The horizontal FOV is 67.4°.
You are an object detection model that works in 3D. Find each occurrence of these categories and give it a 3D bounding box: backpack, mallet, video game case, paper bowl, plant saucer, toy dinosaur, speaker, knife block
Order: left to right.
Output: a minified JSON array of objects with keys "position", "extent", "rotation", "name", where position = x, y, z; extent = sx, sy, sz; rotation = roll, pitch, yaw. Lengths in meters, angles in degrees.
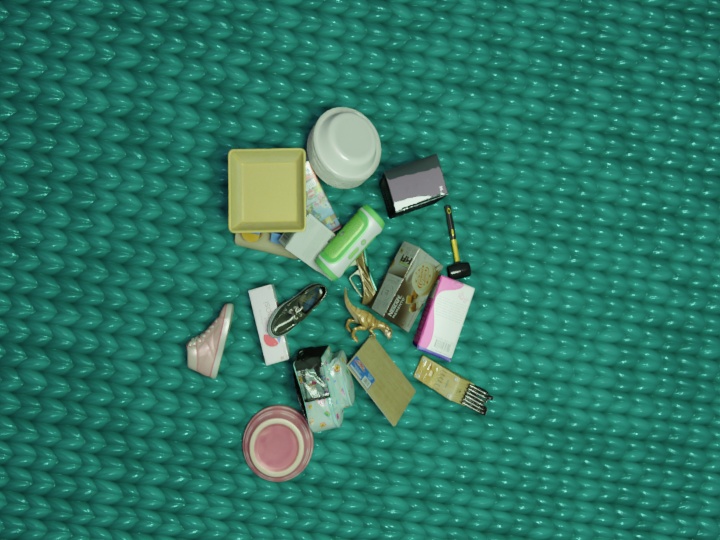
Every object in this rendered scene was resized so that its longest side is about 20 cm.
[{"position":[-0.229,-0.196,1.348],"extent":[0.192,0.048,0.208],"rotation":[-1,89,0],"name":"plant saucer"},{"position":[-0.224,0.473,1.462],"extent":[0.193,0.051,0.209],"rotation":[0,90,-2],"name":"plant saucer"},{"position":[-0.154,-0.169,1.449],"extent":[0.140,0.017,0.204],"rotation":[-29,112,-2],"name":"video game case"},{"position":[-0.091,0.310,1.408],"extent":[0.148,0.176,0.208],"rotation":[-6,94,1],"name":"backpack"},{"position":[-0.036,-0.328,1.417],"extent":[0.194,0.104,0.208],"rotation":[5,76,-22],"name":"paper bowl"},{"position":[-0.027,-0.073,1.404],"extent":[0.088,0.088,0.201],"rotation":[42,91,-2],"name":"speaker"},{"position":[-0.001,0.127,1.453],"extent":[0.198,0.061,0.107],"rotation":[36,104,-22],"name":"toy dinosaur"},{"position":[0.264,0.321,1.489],"extent":[0.197,0.174,0.065],"rotation":[26,87,43],"name":"knife block"},{"position":[0.269,-0.079,1.498],"extent":[0.063,0.041,0.208],"rotation":[-3,86,-1],"name":"mallet"}]

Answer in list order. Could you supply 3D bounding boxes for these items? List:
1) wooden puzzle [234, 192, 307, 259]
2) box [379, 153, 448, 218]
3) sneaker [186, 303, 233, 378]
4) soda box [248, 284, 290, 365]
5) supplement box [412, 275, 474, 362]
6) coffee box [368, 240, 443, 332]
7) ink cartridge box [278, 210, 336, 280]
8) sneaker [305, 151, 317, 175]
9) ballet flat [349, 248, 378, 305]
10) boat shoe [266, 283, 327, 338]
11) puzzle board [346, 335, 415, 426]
[{"position":[-0.240,-0.131,1.418],"extent":[0.179,0.047,0.206],"rotation":[12,118,1],"name":"wooden puzzle"},{"position":[0.134,-0.214,1.408],"extent":[0.143,0.200,0.108],"rotation":[-18,91,-3],"name":"box"},{"position":[-0.407,0.178,1.441],"extent":[0.101,0.075,0.207],"rotation":[16,93,-8],"name":"sneaker"},{"position":[-0.244,0.145,1.456],"extent":[0.066,0.064,0.207],"rotation":[-14,90,-3],"name":"soda box"},{"position":[0.223,0.125,1.460],"extent":[0.098,0.103,0.206],"rotation":[20,90,-1],"name":"supplement box"},{"position":[0.122,0.043,1.443],"extent":[0.113,0.079,0.204],"rotation":[31,87,-37],"name":"coffee box"},{"position":[-0.115,-0.067,1.439],"extent":[0.110,0.050,0.199],"rotation":[-52,135,0],"name":"ink cartridge box"},{"position":[-0.194,-0.282,1.465],"extent":[0.193,0.074,0.084],"rotation":[-14,81,-9],"name":"sneaker"},{"position":[0.000,0.000,1.474],"extent":[0.070,0.068,0.207],"rotation":[-15,95,8],"name":"ballet flat"},{"position":[-0.166,0.100,1.426],"extent":[0.200,0.056,0.069],"rotation":[-44,105,-27],"name":"boat shoe"},{"position":[0.056,0.291,1.443],"extent":[0.202,0.150,0.017],"rotation":[51,128,-2],"name":"puzzle board"}]
